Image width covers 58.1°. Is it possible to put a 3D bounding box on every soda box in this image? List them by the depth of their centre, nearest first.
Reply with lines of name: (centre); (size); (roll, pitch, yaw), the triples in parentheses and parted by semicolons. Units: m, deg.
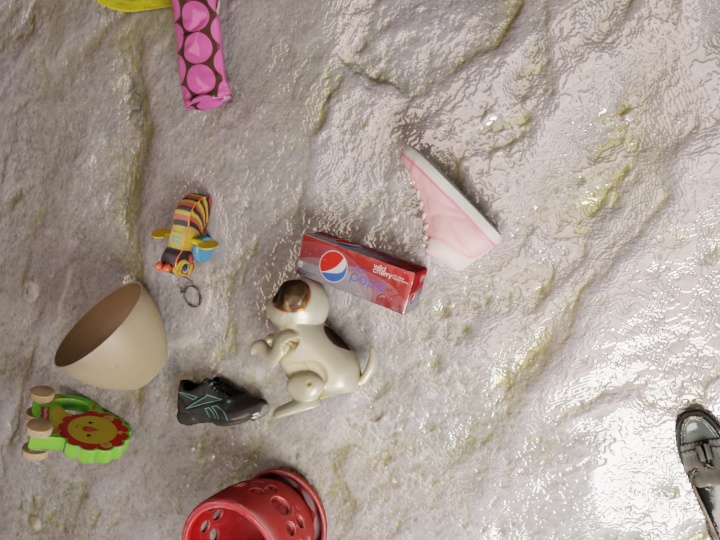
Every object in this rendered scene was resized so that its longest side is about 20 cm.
soda box: (0.000, 0.000, 1.023); (0.198, 0.063, 0.071); (20, 104, 21)

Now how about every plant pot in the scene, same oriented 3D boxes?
plant pot: (-0.168, 0.443, 1.081); (0.198, 0.182, 0.203); (3, 97, 23)
plant pot: (-0.432, 0.139, 1.185); (0.199, 0.201, 0.135); (-23, 122, 25)

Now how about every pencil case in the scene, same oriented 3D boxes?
pencil case: (-0.263, -0.376, 1.093); (0.092, 0.091, 0.203); (-4, 96, 11)

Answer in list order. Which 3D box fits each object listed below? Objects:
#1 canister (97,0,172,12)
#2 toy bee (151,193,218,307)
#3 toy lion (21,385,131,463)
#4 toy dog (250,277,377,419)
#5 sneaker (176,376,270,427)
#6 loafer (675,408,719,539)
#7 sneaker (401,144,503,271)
canister: (-0.389, -0.570, 1.127); (0.147, 0.086, 0.203); (4, 96, 24)
toy bee: (-0.307, -0.033, 1.135); (0.129, 0.108, 0.203); (-10, 91, 23)
toy lion: (-0.547, 0.304, 1.259); (0.200, 0.190, 0.069); (41, 116, 58)
toy dog: (-0.085, 0.111, 1.035); (0.192, 0.139, 0.202); (-21, 85, 24)
sneaker: (-0.253, 0.234, 1.157); (0.198, 0.075, 0.080); (-6, 91, 24)
loafer: (0.465, 0.283, 0.841); (0.071, 0.063, 0.202); (-19, 88, 25)
sneaker: (0.107, -0.086, 0.957); (0.105, 0.075, 0.201); (-44, 82, 16)
